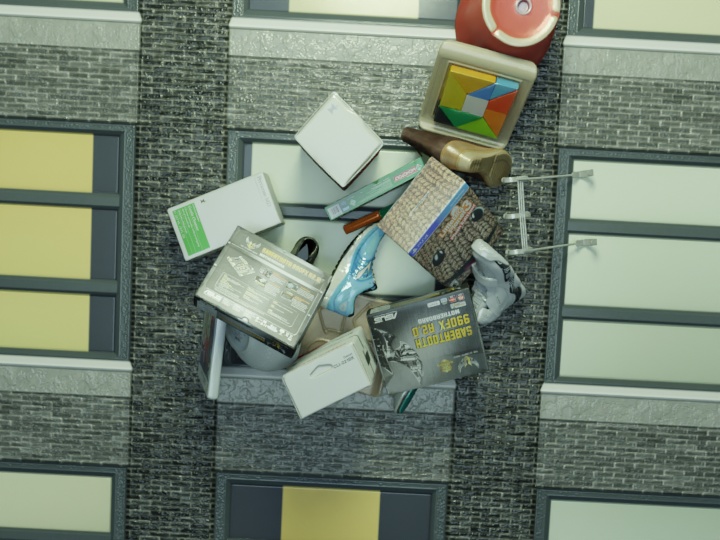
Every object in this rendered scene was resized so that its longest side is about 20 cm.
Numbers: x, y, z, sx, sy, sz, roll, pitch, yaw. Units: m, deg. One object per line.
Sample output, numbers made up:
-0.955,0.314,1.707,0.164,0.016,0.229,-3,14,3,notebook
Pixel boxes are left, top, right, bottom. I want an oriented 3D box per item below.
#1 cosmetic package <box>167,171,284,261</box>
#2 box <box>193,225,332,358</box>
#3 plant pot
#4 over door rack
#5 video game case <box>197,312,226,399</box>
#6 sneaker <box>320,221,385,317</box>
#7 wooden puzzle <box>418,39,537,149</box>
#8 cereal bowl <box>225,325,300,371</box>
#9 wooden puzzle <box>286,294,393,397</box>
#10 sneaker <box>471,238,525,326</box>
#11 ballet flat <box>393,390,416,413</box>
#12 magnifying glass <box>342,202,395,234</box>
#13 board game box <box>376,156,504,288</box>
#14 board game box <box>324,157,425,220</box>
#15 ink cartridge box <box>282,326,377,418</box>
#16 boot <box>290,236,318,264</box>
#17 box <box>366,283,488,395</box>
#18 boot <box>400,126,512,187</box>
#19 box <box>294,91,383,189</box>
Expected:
-0.254,-0.103,1.566,0.196,0.085,0.110,-23,92,3,cosmetic package
-0.169,0.035,1.428,0.197,0.049,0.160,27,60,1,box
0.278,-0.465,1.493,0.195,0.177,0.206,0,94,-1,plant pot
0.357,-0.111,1.569,0.196,0.066,0.152,-7,95,-23,over door rack
-0.278,0.119,1.536,0.022,0.182,0.205,6,94,-18,video game case
0.000,0.000,1.569,0.089,0.078,0.202,33,79,-7,sneaker
0.212,-0.317,1.516,0.181,0.202,0.038,15,51,-1,wooden puzzle
-0.199,0.095,1.522,0.082,0.198,0.205,-16,95,-39,cereal bowl
-0.033,0.134,1.607,0.195,0.046,0.190,15,94,4,wooden puzzle
0.235,0.031,1.536,0.115,0.200,0.075,-45,49,0,sneaker
0.108,0.183,1.605,0.069,0.069,0.202,33,90,-3,ballet flat
0.057,-0.118,1.577,0.197,0.080,0.023,-25,97,12,magnifying glass
0.152,-0.079,1.506,0.160,0.199,0.097,-50,51,3,board game box
0.028,-0.151,1.537,0.197,0.135,0.030,-27,92,2,board game box
-0.051,0.181,1.487,0.142,0.200,0.085,-26,91,6,ink cartridge box
-0.139,0.024,1.552,0.067,0.131,0.203,25,94,-3,boot
0.124,0.128,1.517,0.195,0.048,0.162,-14,99,8,box
0.186,-0.226,1.551,0.165,0.198,0.074,32,107,32,boot
-0.039,-0.231,1.498,0.128,0.200,0.109,44,92,-3,box
